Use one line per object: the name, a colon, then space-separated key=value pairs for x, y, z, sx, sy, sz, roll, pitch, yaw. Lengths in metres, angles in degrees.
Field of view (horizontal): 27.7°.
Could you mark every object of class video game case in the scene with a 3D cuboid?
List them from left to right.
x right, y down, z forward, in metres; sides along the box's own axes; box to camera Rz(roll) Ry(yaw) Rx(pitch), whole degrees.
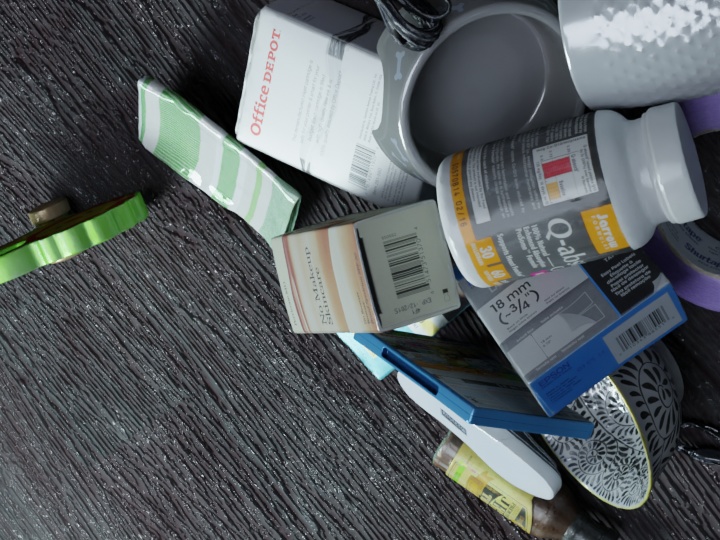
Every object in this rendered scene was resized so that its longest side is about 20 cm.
video game case: x=0.100 y=0.100 z=1.336 sx=0.200 sy=0.143 sz=0.018 roll=34 pitch=109 yaw=53

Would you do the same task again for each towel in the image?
towel: x=-0.146 y=-0.105 z=1.472 sx=0.200 sy=0.023 sz=0.153 roll=40 pitch=160 yaw=7

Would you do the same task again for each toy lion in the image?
toy lion: x=-0.331 y=-0.030 z=1.561 sx=0.191 sy=0.200 sz=0.069 roll=-6 pitch=110 yaw=53

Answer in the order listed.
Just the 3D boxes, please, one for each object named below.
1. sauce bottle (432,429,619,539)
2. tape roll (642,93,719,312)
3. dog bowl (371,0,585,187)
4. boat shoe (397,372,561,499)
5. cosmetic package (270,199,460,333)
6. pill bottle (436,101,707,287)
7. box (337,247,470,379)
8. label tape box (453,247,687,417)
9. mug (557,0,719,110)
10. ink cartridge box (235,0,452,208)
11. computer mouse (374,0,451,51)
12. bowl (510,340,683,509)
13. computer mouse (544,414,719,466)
sauce bottle: x=0.168 y=0.225 z=1.470 sx=0.200 sy=0.065 sz=0.065 roll=34 pitch=126 yaw=13
tape roll: x=0.322 y=-0.066 z=1.235 sx=0.199 sy=0.066 sz=0.201 roll=14 pitch=120 yaw=24
dog bowl: x=0.106 y=-0.153 z=1.252 sx=0.059 sy=0.199 sz=0.201 roll=-127 pitch=34 yaw=-56
boat shoe: x=0.129 y=0.142 z=1.438 sx=0.200 sy=0.068 sz=0.072 roll=37 pitch=157 yaw=27
cosmetic package: x=0.000 y=0.000 z=1.336 sx=0.200 sy=0.087 sz=0.104 roll=-9 pitch=97 yaw=66
pill bottle: x=0.171 y=-0.063 z=1.180 sx=0.199 sy=0.116 sz=0.117 roll=-15 pitch=106 yaw=21
box: x=0.061 y=0.021 z=1.441 sx=0.082 sy=0.049 sz=0.200 roll=47 pitch=128 yaw=1
label tape box: x=0.164 y=0.005 z=1.257 sx=0.144 sy=0.200 sz=0.063 roll=-36 pitch=137 yaw=3
mug: x=0.257 y=-0.234 z=1.143 sx=0.175 sy=0.148 sz=0.201 roll=-4 pitch=105 yaw=26
ink cartridge box: x=-0.005 y=-0.158 z=1.368 sx=0.199 sy=0.084 sz=0.147 roll=26 pitch=124 yaw=17
computer mouse: x=0.071 y=-0.288 z=1.165 sx=0.200 sy=0.053 sz=0.139 roll=-42 pitch=98 yaw=13
bowl: x=0.233 y=0.108 z=1.336 sx=0.201 sy=0.094 sz=0.201 roll=51 pitch=158 yaw=29
computer mouse: x=0.267 y=0.169 z=1.404 sx=0.199 sy=0.034 sz=0.059 roll=1 pitch=113 yaw=29
